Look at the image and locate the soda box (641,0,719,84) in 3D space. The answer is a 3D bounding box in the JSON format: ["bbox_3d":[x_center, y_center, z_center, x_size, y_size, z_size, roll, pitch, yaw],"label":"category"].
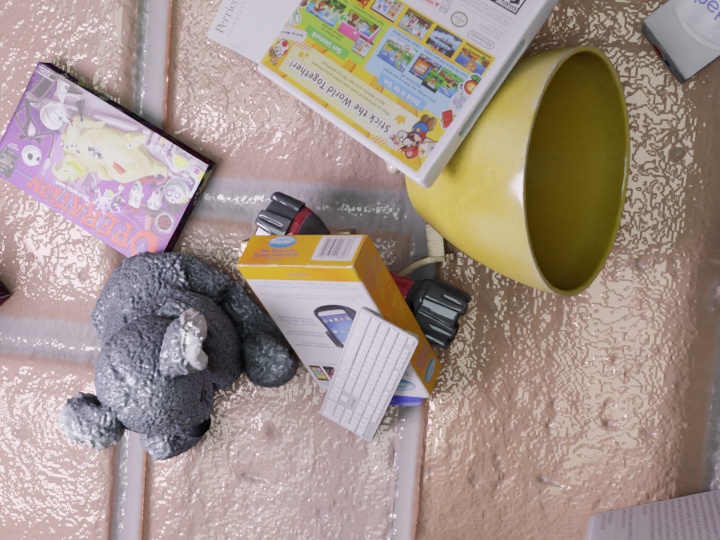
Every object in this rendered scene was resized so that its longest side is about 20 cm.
[{"bbox_3d":[0.332,-0.241,0.959,0.199,0.068,0.064,-37,87,13],"label":"soda box"}]

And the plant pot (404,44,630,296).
[{"bbox_3d":[0.121,-0.087,0.970,0.141,0.199,0.202,8,97,34],"label":"plant pot"}]

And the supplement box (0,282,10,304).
[{"bbox_3d":[-0.467,-0.006,1.132,0.131,0.103,0.200,-41,86,11],"label":"supplement box"}]

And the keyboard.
[{"bbox_3d":[0.004,0.095,1.017,0.056,0.201,0.011,24,56,3],"label":"keyboard"}]

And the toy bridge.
[{"bbox_3d":[-0.011,-0.005,1.073,0.198,0.027,0.068,-4,97,12],"label":"toy bridge"}]

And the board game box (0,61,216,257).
[{"bbox_3d":[-0.251,-0.100,1.117,0.199,0.032,0.121,31,105,8],"label":"board game box"}]

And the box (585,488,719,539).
[{"bbox_3d":[0.288,0.303,0.950,0.170,0.200,0.201,-15,91,15],"label":"box"}]

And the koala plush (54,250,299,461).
[{"bbox_3d":[-0.177,0.082,1.016,0.177,0.200,0.184,-35,97,13],"label":"koala plush"}]

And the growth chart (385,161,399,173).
[{"bbox_3d":[0.054,-0.208,1.047,0.200,0.018,0.145,-43,85,11],"label":"growth chart"}]

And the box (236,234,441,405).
[{"bbox_3d":[-0.011,0.048,1.008,0.118,0.201,0.042,1,51,31],"label":"box"}]

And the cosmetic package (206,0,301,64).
[{"bbox_3d":[-0.026,-0.203,1.019,0.199,0.074,0.102,28,95,16],"label":"cosmetic package"}]

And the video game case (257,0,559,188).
[{"bbox_3d":[0.033,-0.190,0.928,0.200,0.023,0.183,38,95,30],"label":"video game case"}]

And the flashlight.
[{"bbox_3d":[0.000,0.000,1.023,0.199,0.068,0.068,25,109,7],"label":"flashlight"}]
